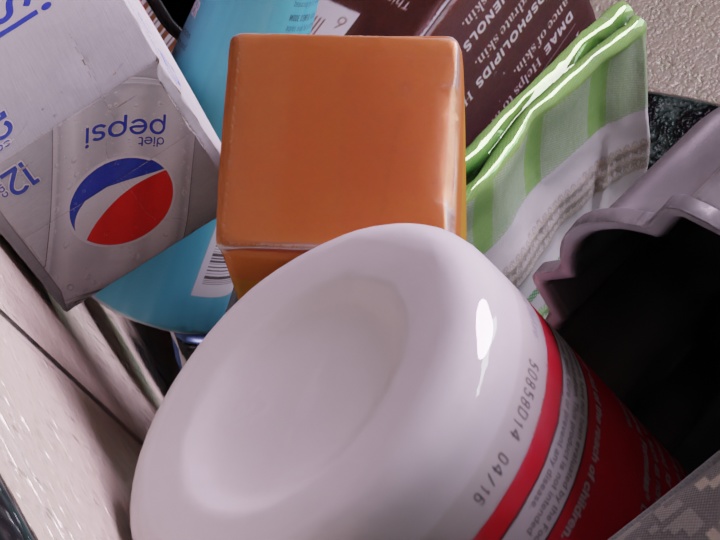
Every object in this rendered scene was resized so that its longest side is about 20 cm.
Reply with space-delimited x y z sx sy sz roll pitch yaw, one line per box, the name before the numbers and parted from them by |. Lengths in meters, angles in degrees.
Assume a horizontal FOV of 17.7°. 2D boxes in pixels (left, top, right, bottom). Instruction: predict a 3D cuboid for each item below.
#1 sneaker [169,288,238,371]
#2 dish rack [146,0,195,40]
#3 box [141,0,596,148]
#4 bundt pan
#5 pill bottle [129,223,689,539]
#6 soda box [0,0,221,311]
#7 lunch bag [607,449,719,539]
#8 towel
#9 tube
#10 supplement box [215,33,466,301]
sneaker | -0.026 0.059 0.875 0.077 0.076 0.201 29 -25 49
dish rack | -0.022 -0.188 0.809 0.154 0.199 0.055 59 -13 -12
box | -0.009 -0.065 0.938 0.165 0.165 0.200 27 -18 31
bundt pan | 0.145 0.028 0.575 0.201 0.076 0.202 32 -23 15
pill bottle | 0.043 0.089 0.593 0.200 0.112 0.112 45 7 -31
soda box | -0.106 -0.081 0.728 0.064 0.068 0.200 58 0 -44
lunch bag | 0.104 0.141 0.473 0.168 0.200 0.139 50 1 -24
towel | 0.074 0.010 0.925 0.031 0.149 0.201 27 -34 28
tube | -0.035 -0.079 0.747 0.050 0.201 0.077 20 14 -7
supplement box | 0.000 0.000 0.690 0.200 0.068 0.067 76 15 -69
